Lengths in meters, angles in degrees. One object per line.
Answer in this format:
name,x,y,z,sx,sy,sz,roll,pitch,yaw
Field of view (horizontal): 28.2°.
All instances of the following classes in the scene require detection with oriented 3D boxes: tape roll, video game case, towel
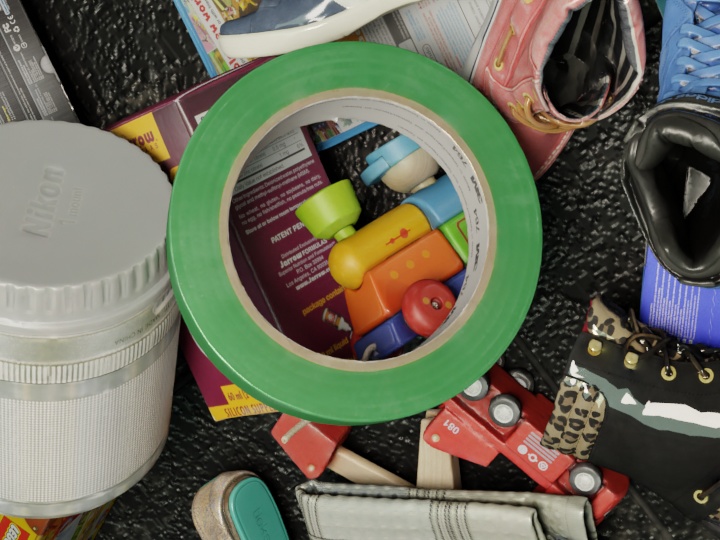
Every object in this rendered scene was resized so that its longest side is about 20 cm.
tape roll,-0.004,-0.019,0.766,0.199,0.048,0.202,1,82,-9
video game case,-0.010,-0.160,0.879,0.199,0.018,0.144,-23,98,25
towel,0.069,0.218,0.930,0.199,0.035,0.194,-2,122,23

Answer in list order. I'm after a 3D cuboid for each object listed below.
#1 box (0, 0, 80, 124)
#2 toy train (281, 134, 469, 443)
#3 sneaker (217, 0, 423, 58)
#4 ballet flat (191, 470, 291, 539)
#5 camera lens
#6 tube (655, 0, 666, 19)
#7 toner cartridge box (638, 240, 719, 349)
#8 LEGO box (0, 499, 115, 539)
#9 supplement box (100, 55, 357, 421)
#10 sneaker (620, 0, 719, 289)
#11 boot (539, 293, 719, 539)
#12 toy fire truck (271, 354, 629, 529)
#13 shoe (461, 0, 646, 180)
box,-0.273,-0.100,0.926,0.158,0.048,0.201,-28,98,-19
toy train,0.000,0.000,0.832,0.116,0.199,0.085,56,147,3
sneaker,0.002,-0.184,0.818,0.199,0.075,0.085,-19,101,14
ballet flat,-0.064,0.233,1.006,0.067,0.068,0.201,-15,96,43
camera lens,-0.186,0.034,0.847,0.159,0.160,0.201,23,133,12
tube,0.244,-0.188,0.751,0.199,0.050,0.078,-27,58,23
toner cartridge box,0.215,-0.038,0.819,0.094,0.043,0.202,9,109,18
LEGO box,-0.243,0.185,1.002,0.077,0.149,0.201,34,116,7
supplement box,-0.073,-0.017,0.889,0.110,0.085,0.201,-14,103,49
sneaker,0.177,-0.090,0.706,0.076,0.111,0.202,7,96,22
boot,0.195,0.051,0.793,0.150,0.073,0.201,22,118,11
toy fire truck,0.057,0.118,0.924,0.200,0.049,0.141,40,117,3
shoe,0.100,-0.100,0.778,0.071,0.091,0.201,0,137,-10
